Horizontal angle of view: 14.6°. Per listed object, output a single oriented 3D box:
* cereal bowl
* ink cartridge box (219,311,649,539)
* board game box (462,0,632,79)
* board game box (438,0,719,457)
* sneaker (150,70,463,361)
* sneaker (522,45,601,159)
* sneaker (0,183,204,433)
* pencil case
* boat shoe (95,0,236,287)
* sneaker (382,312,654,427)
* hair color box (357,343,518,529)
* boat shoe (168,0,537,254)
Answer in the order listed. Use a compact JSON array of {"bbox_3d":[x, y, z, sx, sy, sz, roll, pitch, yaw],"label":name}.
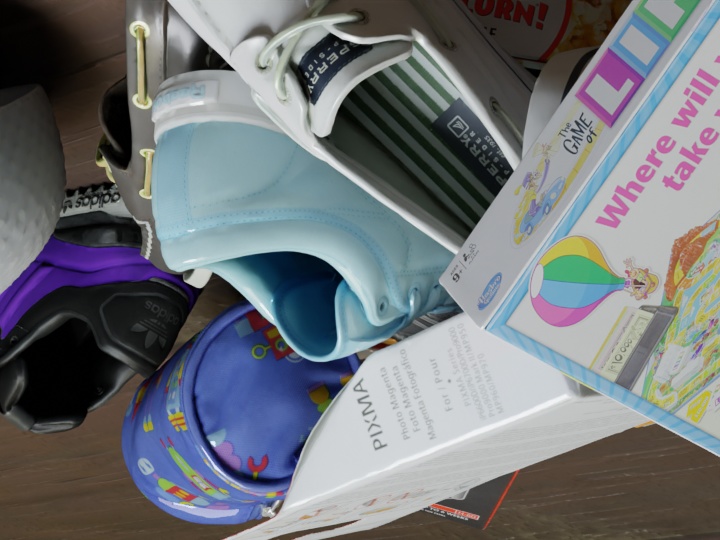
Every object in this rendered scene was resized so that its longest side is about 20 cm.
[{"bbox_3d":[-0.204,-0.001,1.098,0.200,0.084,0.200,-19,-170,3],"label":"cereal bowl"},{"bbox_3d":[0.034,0.054,1.047,0.200,0.057,0.162,-20,171,32],"label":"ink cartridge box"},{"bbox_3d":[0.093,-0.055,0.995,0.199,0.046,0.152,10,158,9],"label":"board game box"},{"bbox_3d":[0.133,-0.044,0.827,0.134,0.200,0.034,28,-167,-32],"label":"board game box"},{"bbox_3d":[0.000,0.000,0.995,0.200,0.082,0.074,21,157,-37],"label":"sneaker"},{"bbox_3d":[0.125,-0.017,0.906,0.079,0.079,0.200,3,164,32],"label":"sneaker"},{"bbox_3d":[-0.149,0.025,1.256,0.069,0.100,0.200,32,151,-34],"label":"sneaker"},{"bbox_3d":[-0.051,0.067,1.207,0.087,0.078,0.200,48,165,0],"label":"pencil case"},{"bbox_3d":[-0.067,-0.059,1.051,0.060,0.072,0.201,12,150,-5],"label":"boat shoe"},{"bbox_3d":[0.060,0.007,1.129,0.199,0.078,0.077,15,153,0],"label":"sneaker"},{"bbox_3d":[0.031,0.051,1.268,0.101,0.061,0.200,15,157,-1],"label":"hair color box"},{"bbox_3d":[0.001,-0.071,0.900,0.200,0.067,0.074,36,113,0],"label":"boat shoe"}]
